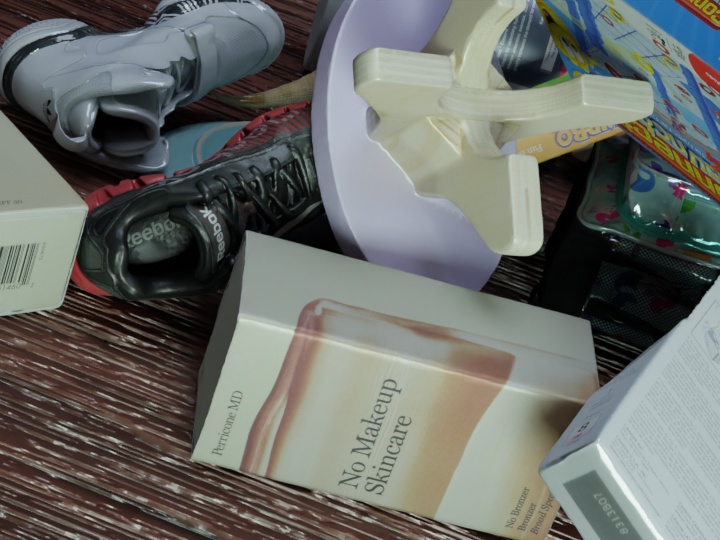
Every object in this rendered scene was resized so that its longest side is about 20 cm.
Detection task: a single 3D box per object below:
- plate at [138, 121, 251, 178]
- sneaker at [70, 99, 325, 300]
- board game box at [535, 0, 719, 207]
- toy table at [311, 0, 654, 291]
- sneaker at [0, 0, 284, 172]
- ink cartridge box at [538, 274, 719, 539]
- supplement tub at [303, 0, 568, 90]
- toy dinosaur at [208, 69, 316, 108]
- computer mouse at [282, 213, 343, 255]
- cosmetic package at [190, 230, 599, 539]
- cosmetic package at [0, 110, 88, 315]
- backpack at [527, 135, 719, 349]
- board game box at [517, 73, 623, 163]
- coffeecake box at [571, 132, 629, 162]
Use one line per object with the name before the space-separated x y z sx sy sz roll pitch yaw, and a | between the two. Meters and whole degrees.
plate | -0.044 -0.052 1.476 0.200 0.026 0.200 15 29 -9
sneaker | -0.071 -0.036 1.295 0.200 0.071 0.098 -25 19 -10
board game box | 0.181 -0.121 1.296 0.200 0.056 0.196 43 -8 36
toy table | 0.057 -0.085 1.271 0.183 0.117 0.201 -9 82 -32
sneaker | -0.125 -0.119 1.474 0.200 0.075 0.115 -12 38 -26
ink cartridge box | 0.189 0.111 1.203 0.163 0.057 0.200 54 35 -7
supplement tub | 0.071 -0.174 1.640 0.200 0.141 0.140 17 28 -6
toy dinosaur | 0.007 -0.130 1.562 0.101 0.200 0.058 63 8 6
computer mouse | 0.000 0.000 1.350 0.138 0.053 0.200 -19 52 -29
cosmetic package | 0.018 0.064 1.231 0.199 0.104 0.087 14 32 -8
cosmetic package | -0.252 -0.057 1.306 0.103 0.073 0.200 -7 39 -40
backpack | 0.229 -0.012 1.460 0.200 0.151 0.178 25 27 0
board game box | 0.099 -0.089 1.474 0.200 0.030 0.096 -18 19 6
coffeecake box | 0.246 -0.151 1.586 0.073 0.154 0.200 27 -20 -21
